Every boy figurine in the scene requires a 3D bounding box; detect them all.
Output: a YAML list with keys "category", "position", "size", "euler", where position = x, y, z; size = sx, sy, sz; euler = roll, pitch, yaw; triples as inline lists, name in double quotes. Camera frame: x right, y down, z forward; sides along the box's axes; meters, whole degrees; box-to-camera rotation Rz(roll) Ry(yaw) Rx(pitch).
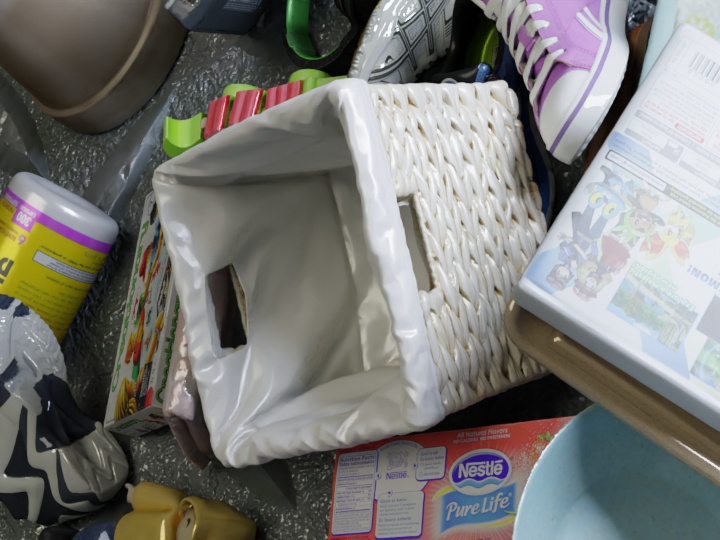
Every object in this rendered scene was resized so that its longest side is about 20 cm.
- category: "boy figurine"
  position: [-0.159, 0.215, 1.054]
  size: [0.198, 0.064, 0.126]
  euler: [-19, 57, 39]

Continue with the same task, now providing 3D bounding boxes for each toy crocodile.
- category: "toy crocodile"
  position: [-0.075, -0.120, 1.124]
  size: [0.198, 0.061, 0.069]
  euler: [-6, 68, 40]

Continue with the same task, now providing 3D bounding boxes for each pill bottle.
- category: "pill bottle"
  position: [-0.298, 0.025, 1.234]
  size: [0.104, 0.104, 0.202]
  euler: [30, 93, 45]

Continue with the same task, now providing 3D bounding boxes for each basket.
- category: "basket"
  position: [0.000, 0.000, 0.884]
  size: [0.199, 0.160, 0.201]
  euler: [-17, 86, 45]

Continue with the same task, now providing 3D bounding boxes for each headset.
- category: "headset"
  position: [-0.007, -0.243, 1.094]
  size: [0.200, 0.093, 0.125]
  euler: [-48, 46, 31]

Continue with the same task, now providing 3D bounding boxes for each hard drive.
- category: "hard drive"
  position: [-0.062, -0.276, 1.137]
  size: [0.033, 0.139, 0.200]
  euler: [43, 106, 6]

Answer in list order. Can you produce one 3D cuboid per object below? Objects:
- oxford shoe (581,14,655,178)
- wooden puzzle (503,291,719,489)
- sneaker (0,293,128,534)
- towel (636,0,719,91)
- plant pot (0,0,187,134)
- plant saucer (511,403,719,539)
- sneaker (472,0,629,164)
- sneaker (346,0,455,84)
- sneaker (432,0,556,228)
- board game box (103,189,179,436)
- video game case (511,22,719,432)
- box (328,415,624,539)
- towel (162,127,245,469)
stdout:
- category: "oxford shoe"
  position: [0.167, -0.060, 0.886]
  size: [0.071, 0.071, 0.203]
  euler: [-15, 54, 66]
- category: "wooden puzzle"
  position: [0.198, 0.019, 0.732]
  size: [0.199, 0.037, 0.186]
  euler: [36, 70, 10]
- category: "sneaker"
  position: [-0.285, 0.127, 1.165]
  size: [0.129, 0.079, 0.200]
  euler: [-41, 87, 31]
- category: "towel"
  position: [0.250, -0.129, 0.813]
  size: [0.169, 0.048, 0.203]
  euler: [11, 80, 22]
- category: "plant pot"
  position: [-0.280, -0.249, 1.291]
  size: [0.198, 0.173, 0.203]
  euler: [-20, 59, 36]
- category: "plant saucer"
  position: [0.154, 0.163, 0.720]
  size: [0.039, 0.198, 0.204]
  euler: [143, 135, -59]
- category: "sneaker"
  position: [0.106, -0.148, 0.889]
  size: [0.202, 0.113, 0.073]
  euler: [-75, 11, -51]
- category: "sneaker"
  position: [0.046, -0.169, 1.019]
  size: [0.076, 0.087, 0.202]
  euler: [-116, 48, -82]
- category: "sneaker"
  position: [0.079, -0.094, 0.952]
  size: [0.078, 0.089, 0.203]
  euler: [-12, 69, 38]
- category: "board game box"
  position: [-0.153, 0.022, 1.121]
  size: [0.126, 0.034, 0.203]
  euler: [-28, 51, 61]
- category: "video game case"
  position: [0.203, -0.006, 0.712]
  size: [0.199, 0.022, 0.183]
  euler: [32, 69, 8]
- category: "box"
  position: [0.083, 0.151, 0.838]
  size: [0.198, 0.094, 0.104]
  euler: [-13, 64, 38]
- category: "towel"
  position: [-0.101, 0.028, 1.018]
  size: [0.032, 0.191, 0.203]
  euler: [6, 71, 2]
